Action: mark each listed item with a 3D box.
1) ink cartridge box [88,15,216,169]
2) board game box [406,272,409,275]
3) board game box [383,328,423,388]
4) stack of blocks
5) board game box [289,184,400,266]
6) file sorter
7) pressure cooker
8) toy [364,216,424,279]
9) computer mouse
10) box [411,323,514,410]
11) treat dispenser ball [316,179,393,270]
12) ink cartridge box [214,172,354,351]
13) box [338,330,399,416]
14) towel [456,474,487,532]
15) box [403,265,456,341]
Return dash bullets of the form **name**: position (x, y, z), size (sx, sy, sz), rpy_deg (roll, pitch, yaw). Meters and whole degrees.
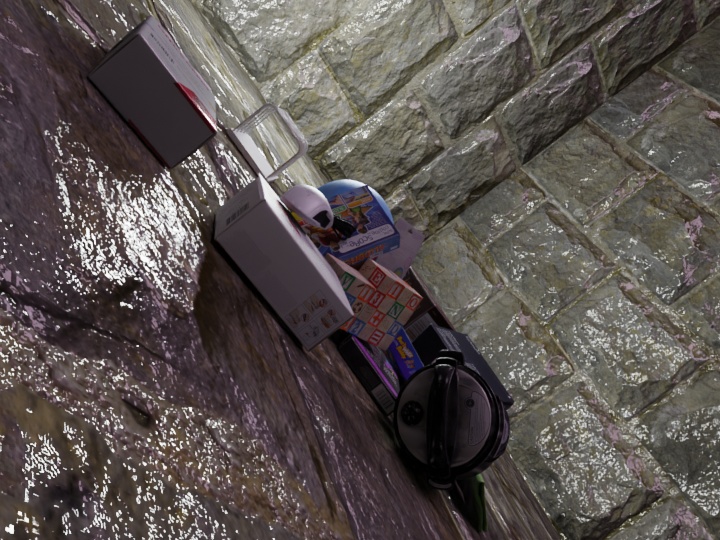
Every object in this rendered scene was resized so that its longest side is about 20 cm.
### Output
- **ink cartridge box**: position (-0.265, -0.241, 0.889), size (0.147, 0.082, 0.201), rpy_deg (52, 6, -28)
- **board game box**: position (0.000, 0.000, 1.422), size (0.062, 0.196, 0.204), rpy_deg (26, 43, -76)
- **board game box**: position (0.097, 0.211, 1.330), size (0.201, 0.044, 0.137), rpy_deg (-118, -168, -49)
- **stack of blocks**: position (0.004, 0.044, 1.118), size (0.199, 0.116, 0.058), rpy_deg (30, 8, -46)
- **board game box**: position (-0.048, -0.062, 1.142), size (0.035, 0.196, 0.137), rpy_deg (89, -25, -51)
- **file sorter**: position (-0.205, -0.298, 1.554), size (0.140, 0.124, 0.200), rpy_deg (53, 6, -8)
- **pressure cooker**: position (0.140, 0.242, 1.070), size (0.177, 0.178, 0.200), rpy_deg (52, 1, 25)
- **toy**: position (0.035, 0.003, 1.224), size (0.047, 0.204, 0.115), rpy_deg (26, -1, 31)
- **computer mouse**: position (-0.066, -0.096, 1.022), size (0.109, 0.044, 0.200), rpy_deg (39, 4, 7)
- **box**: position (0.213, 0.236, 1.467), size (0.181, 0.104, 0.202), rpy_deg (19, 32, -52)
- **treat dispenser ball**: position (-0.031, -0.071, 1.302), size (0.203, 0.199, 0.201), rpy_deg (53, 5, -7)
- **ink cartridge box**: position (-0.108, -0.019, 0.928), size (0.201, 0.083, 0.176), rpy_deg (53, 4, -22)
- **box**: position (0.018, 0.164, 1.201), size (0.144, 0.036, 0.200), rpy_deg (54, 7, -4)
- **towel**: position (0.190, 0.371, 1.273), size (0.201, 0.030, 0.152), rpy_deg (-113, -170, -56)
- **box**: position (0.113, 0.108, 1.683), size (0.164, 0.165, 0.202), rpy_deg (47, 9, -45)
